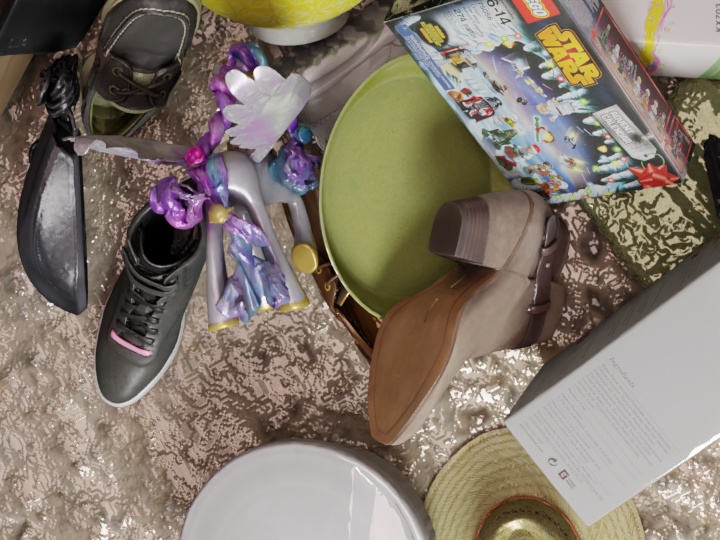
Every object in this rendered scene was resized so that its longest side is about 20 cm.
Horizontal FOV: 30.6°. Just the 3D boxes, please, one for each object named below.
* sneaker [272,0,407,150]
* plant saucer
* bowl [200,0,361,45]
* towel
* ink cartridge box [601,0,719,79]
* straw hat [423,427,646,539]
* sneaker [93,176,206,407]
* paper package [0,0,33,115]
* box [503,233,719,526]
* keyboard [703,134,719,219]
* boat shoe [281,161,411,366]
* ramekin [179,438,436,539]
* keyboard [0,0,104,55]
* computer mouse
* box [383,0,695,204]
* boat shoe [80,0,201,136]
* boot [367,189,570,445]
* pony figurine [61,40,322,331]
[{"bbox_3d":[0.032,-0.166,1.009,0.198,0.075,0.082,-26,122,4],"label":"sneaker"},{"bbox_3d":[0.043,-0.060,0.969,0.031,0.198,0.203,12,106,51],"label":"plant saucer"},{"bbox_3d":[-0.053,-0.233,0.971,0.197,0.201,0.109,0,130,8],"label":"bowl"},{"bbox_3d":[0.267,-0.031,0.988,0.148,0.036,0.200,-41,88,9],"label":"towel"},{"bbox_3d":[0.192,-0.206,0.942,0.197,0.067,0.119,2,79,-6],"label":"ink cartridge box"},{"bbox_3d":[0.126,0.225,0.994,0.198,0.085,0.204,0,92,7],"label":"straw hat"},{"bbox_3d":[-0.167,0.018,1.018,0.070,0.099,0.202,26,97,4],"label":"sneaker"},{"bbox_3d":[-0.356,-0.207,1.015,0.199,0.103,0.192,33,99,17],"label":"paper package"},{"bbox_3d":[0.217,0.069,0.928,0.200,0.124,0.098,-41,87,26],"label":"box"},{"bbox_3d":[0.320,-0.017,0.908,0.198,0.128,0.021,21,138,-25],"label":"keyboard"},{"bbox_3d":[0.000,0.001,1.010,0.072,0.068,0.202,-30,88,8],"label":"boat shoe"},{"bbox_3d":[-0.030,0.223,1.000,0.200,0.094,0.205,1,92,17],"label":"ramekin"},{"bbox_3d":[-0.214,-0.213,0.893,0.200,0.126,0.021,-46,66,44],"label":"keyboard"},{"bbox_3d":[-0.241,-0.064,1.018,0.052,0.139,0.203,-2,104,-11],"label":"computer mouse"},{"bbox_3d":[0.126,-0.129,0.913,0.136,0.040,0.200,-8,137,43],"label":"box"},{"bbox_3d":[-0.164,-0.146,0.967,0.071,0.201,0.067,6,73,-23],"label":"boat shoe"},{"bbox_3d":[0.090,0.037,0.965,0.070,0.145,0.202,26,98,42],"label":"boot"},{"bbox_3d":[-0.091,-0.065,0.917,0.164,0.193,0.203,-11,93,15],"label":"pony figurine"}]
